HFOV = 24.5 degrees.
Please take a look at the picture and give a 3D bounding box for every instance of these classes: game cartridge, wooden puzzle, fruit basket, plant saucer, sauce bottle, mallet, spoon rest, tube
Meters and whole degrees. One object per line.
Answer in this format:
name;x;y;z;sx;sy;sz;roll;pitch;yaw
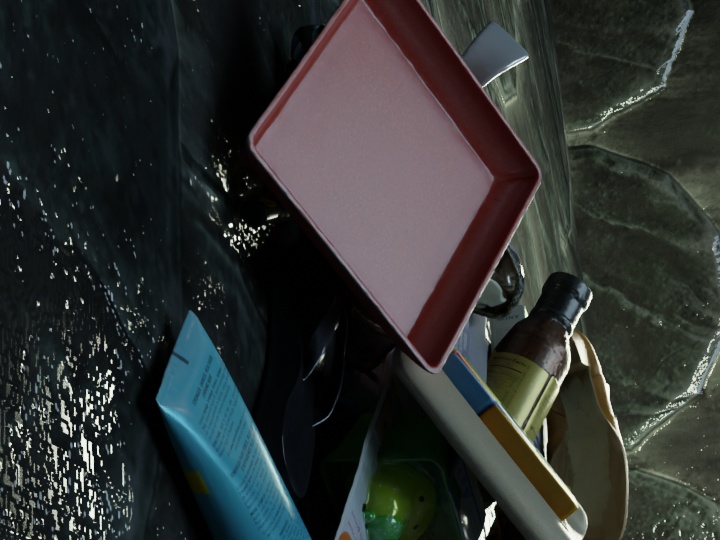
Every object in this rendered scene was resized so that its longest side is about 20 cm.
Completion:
game cartridge;0.043;0.067;1.262;0.130;0.038;0.201;45;29;-23
wooden puzzle;0.099;0.117;1.142;0.185;0.037;0.200;52;7;7
fruit basket;0.025;0.199;1.095;0.201;0.093;0.186;-78;156;-50
plant saucer;0.019;-0.068;1.068;0.200;0.037;0.200;50;49;-23
sauce bottle;0.129;0.090;1.331;0.200;0.066;0.066;-56;145;-29
mallet;-0.028;-0.049;1.098;0.200;0.066;0.041;-3;122;-57
spoon rest;0.057;-0.106;1.300;0.099;0.200;0.061;44;44;11
tube;-0.060;0.123;0.873;0.078;0.050;0.201;-85;158;-59

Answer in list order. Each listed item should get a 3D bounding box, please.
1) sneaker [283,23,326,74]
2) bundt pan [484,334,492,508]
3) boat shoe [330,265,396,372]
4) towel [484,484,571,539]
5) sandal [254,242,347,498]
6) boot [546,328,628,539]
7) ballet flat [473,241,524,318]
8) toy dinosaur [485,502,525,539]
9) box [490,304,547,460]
sneaker;-0.029;-0.123;1.155;0.090;0.078;0.200;53;23;-5
bundt pan;0.078;0.119;1.420;0.202;0.075;0.203;-8;90;-78
boat shoe;0.000;0.000;1.180;0.200;0.070;0.071;-94;-152;-65
towel;0.099;0.249;1.297;0.086;0.018;0.201;28;88;-52
sandal;-0.030;0.062;1.044;0.201;0.043;0.076;-85;162;-46
boot;0.202;0.147;1.455;0.144;0.070;0.203;29;48;-71
ballet flat;0.075;-0.033;1.278;0.201;0.072;0.072;54;27;-38
toy dinosaur;0.113;0.230;1.232;0.200;0.102;0.136;52;44;-36
box;0.144;0.152;1.443;0.145;0.036;0.201;66;21;-51
